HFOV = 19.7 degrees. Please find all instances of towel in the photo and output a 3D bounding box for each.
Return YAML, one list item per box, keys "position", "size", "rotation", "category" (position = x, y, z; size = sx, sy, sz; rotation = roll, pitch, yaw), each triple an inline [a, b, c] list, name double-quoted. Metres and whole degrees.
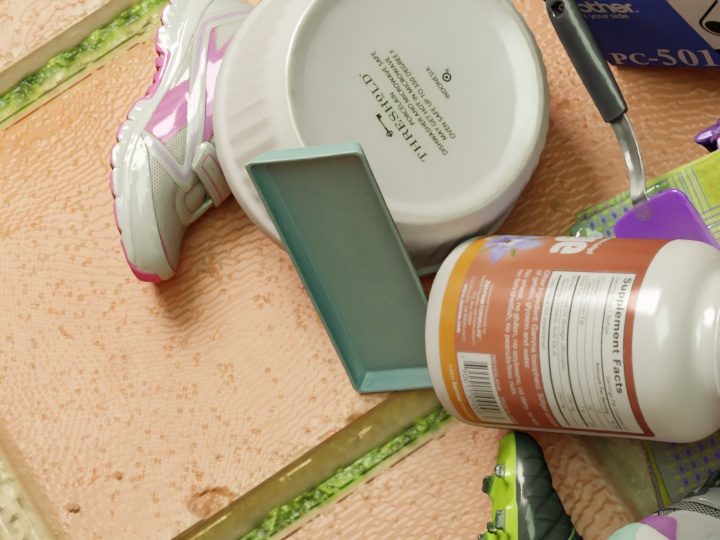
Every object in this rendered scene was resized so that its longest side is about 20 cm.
- position: [0.207, 0.034, 1.198]
  size: [0.143, 0.023, 0.201]
  rotation: [-25, 73, 29]
  category: "towel"

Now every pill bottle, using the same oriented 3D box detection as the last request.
- position: [0.145, 0.038, 1.158]
  size: [0.199, 0.112, 0.113]
  rotation: [2, 72, 33]
  category: "pill bottle"

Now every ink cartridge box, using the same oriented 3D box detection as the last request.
- position: [0.212, -0.156, 1.207]
  size: [0.199, 0.094, 0.044]
  rotation: [7, 72, 41]
  category: "ink cartridge box"

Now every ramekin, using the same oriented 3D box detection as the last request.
- position: [0.020, -0.097, 1.224]
  size: [0.201, 0.094, 0.204]
  rotation: [3, 81, -16]
  category: "ramekin"

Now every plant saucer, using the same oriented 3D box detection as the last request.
- position: [0.000, 0.000, 1.184]
  size: [0.070, 0.200, 0.019]
  rotation: [-5, 48, 20]
  category: "plant saucer"

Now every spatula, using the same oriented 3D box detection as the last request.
- position: [0.152, -0.074, 1.204]
  size: [0.056, 0.021, 0.201]
  rotation: [-32, 75, 37]
  category: "spatula"

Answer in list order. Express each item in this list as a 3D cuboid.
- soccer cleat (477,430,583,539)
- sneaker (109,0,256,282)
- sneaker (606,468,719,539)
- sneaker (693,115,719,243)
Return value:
- position: [0.116, 0.189, 1.182]
  size: [0.081, 0.068, 0.201]
  rotation: [-4, 73, -12]
  category: "soccer cleat"
- position: [-0.093, -0.086, 1.278]
  size: [0.088, 0.081, 0.201]
  rotation: [12, 76, 12]
  category: "sneaker"
- position: [0.233, 0.203, 1.148]
  size: [0.140, 0.078, 0.201]
  rotation: [-33, 94, -20]
  category: "sneaker"
- position: [0.248, -0.090, 1.239]
  size: [0.083, 0.081, 0.201]
  rotation: [19, 77, 18]
  category: "sneaker"
